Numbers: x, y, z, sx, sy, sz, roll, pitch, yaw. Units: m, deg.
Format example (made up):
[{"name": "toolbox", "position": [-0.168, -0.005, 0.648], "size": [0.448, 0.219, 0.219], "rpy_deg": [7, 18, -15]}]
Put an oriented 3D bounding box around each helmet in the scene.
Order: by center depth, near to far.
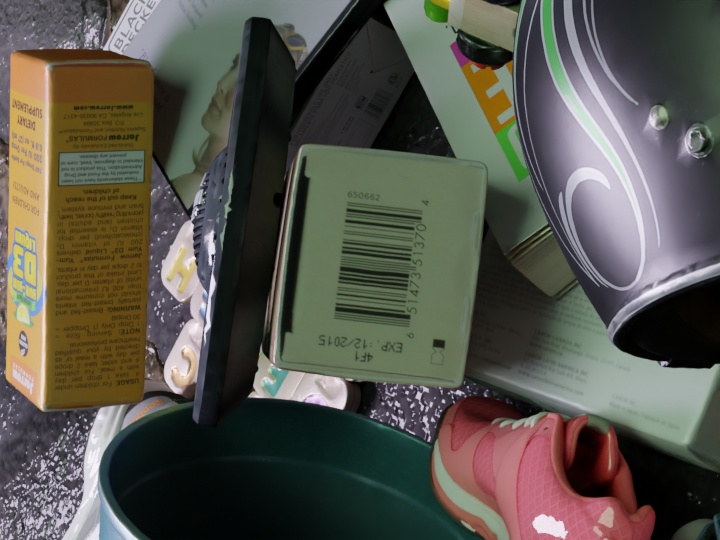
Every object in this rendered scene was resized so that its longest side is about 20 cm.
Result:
[{"name": "helmet", "position": [0.147, -0.077, 0.566], "size": [0.199, 0.199, 0.192], "rpy_deg": [-21, 67, 41]}]

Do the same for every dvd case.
[{"name": "dvd case", "position": [-0.062, -0.144, 0.916], "size": [0.200, 0.017, 0.143], "rpy_deg": [-50, 48, 19]}]

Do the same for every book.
[{"name": "book", "position": [0.100, -0.104, 0.787], "size": [0.133, 0.048, 0.201], "rpy_deg": [-38, 46, 16]}]

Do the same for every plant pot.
[{"name": "plant pot", "position": [-0.043, 0.191, 0.797], "size": [0.200, 0.199, 0.189], "rpy_deg": [33, 118, 44]}]

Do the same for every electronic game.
[{"name": "electronic game", "position": [-0.062, -0.024, 0.791], "size": [0.200, 0.041, 0.201], "rpy_deg": [-172, 90, -85]}]

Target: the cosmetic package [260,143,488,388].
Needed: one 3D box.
[{"name": "cosmetic package", "position": [0.000, 0.000, 0.786], "size": [0.200, 0.087, 0.104], "rpy_deg": [150, 126, -84]}]

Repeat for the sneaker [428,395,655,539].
[{"name": "sneaker", "position": [0.090, 0.096, 0.728], "size": [0.200, 0.073, 0.087], "rpy_deg": [-116, 45, -65]}]

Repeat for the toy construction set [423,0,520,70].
[{"name": "toy construction set", "position": [0.107, -0.138, 0.720], "size": [0.199, 0.131, 0.093], "rpy_deg": [15, 134, 32]}]

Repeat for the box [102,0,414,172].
[{"name": "box", "position": [-0.064, -0.132, 0.970], "size": [0.200, 0.060, 0.117], "rpy_deg": [41, 104, 43]}]

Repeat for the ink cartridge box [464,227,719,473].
[{"name": "ink cartridge box", "position": [0.140, -0.022, 0.768], "size": [0.160, 0.047, 0.201], "rpy_deg": [18, 80, 47]}]

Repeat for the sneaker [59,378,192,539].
[{"name": "sneaker", "position": [-0.138, 0.168, 0.970], "size": [0.079, 0.074, 0.201], "rpy_deg": [10, 88, 50]}]

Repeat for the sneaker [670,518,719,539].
[{"name": "sneaker", "position": [0.115, 0.201, 0.708], "size": [0.072, 0.072, 0.201], "rpy_deg": [21, 95, 39]}]

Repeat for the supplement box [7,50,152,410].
[{"name": "supplement box", "position": [-0.163, -0.024, 0.933], "size": [0.066, 0.068, 0.201], "rpy_deg": [22, 114, 56]}]

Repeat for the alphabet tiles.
[{"name": "alphabet tiles", "position": [-0.053, 0.015, 0.965], "size": [0.200, 0.015, 0.196], "rpy_deg": [44, 112, 41]}]

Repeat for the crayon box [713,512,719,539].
[{"name": "crayon box", "position": [0.184, 0.138, 0.577], "size": [0.200, 0.051, 0.127], "rpy_deg": [104, 160, -75]}]
